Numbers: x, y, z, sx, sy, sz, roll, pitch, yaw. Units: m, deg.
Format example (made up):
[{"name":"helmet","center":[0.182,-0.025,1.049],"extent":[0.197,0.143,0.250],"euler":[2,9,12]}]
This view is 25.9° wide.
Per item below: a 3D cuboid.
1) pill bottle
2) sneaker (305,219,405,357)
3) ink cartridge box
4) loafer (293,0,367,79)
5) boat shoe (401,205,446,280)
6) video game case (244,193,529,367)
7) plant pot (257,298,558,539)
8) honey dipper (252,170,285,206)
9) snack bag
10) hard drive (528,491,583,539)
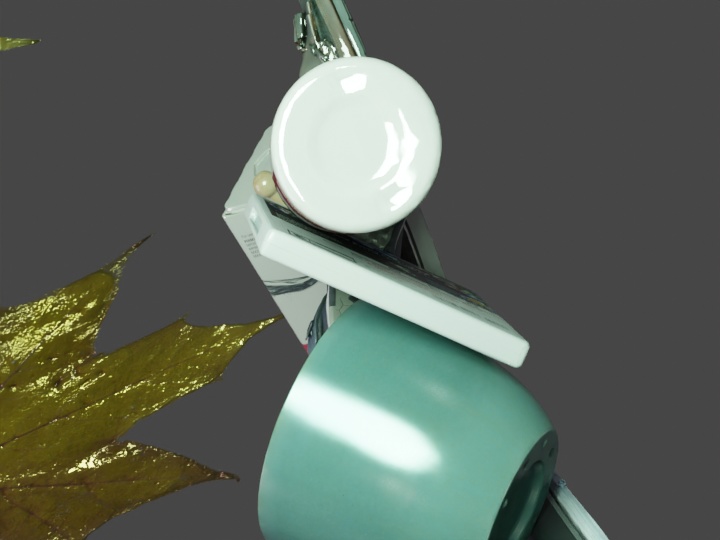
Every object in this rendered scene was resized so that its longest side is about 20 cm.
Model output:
[{"name":"pill bottle","center":[-0.008,-0.083,1.099],"extent":[0.200,0.113,0.115],"euler":[-156,41,-86]},{"name":"sneaker","center":[-0.002,0.000,1.308],"extent":[0.147,0.076,0.205],"euler":[99,177,-68]},{"name":"ink cartridge box","center":[-0.028,-0.026,1.456],"extent":[0.201,0.083,0.145],"euler":[60,-147,-28]},{"name":"loafer","center":[-0.019,-0.151,1.247],"extent":[0.072,0.062,0.202],"euler":[85,161,-81]},{"name":"boat shoe","center":[0.018,-0.052,1.383],"extent":[0.071,0.063,0.202],"euler":[-123,9,-71]},{"name":"video game case","center":[0.013,0.005,1.134],"extent":[0.198,0.024,0.182],"euler":[24,-173,-11]},{"name":"plant pot","center":[0.046,0.140,1.124],"extent":[0.160,0.202,0.201],"euler":[23,158,22]},{"name":"honey dipper","center":[-0.024,-0.011,1.354],"extent":[0.200,0.038,0.038],"euler":[45,-175,-22]},{"name":"snack bag","center":[0.194,0.262,1.172],"extent":[0.189,0.021,0.202],"euler":[-123,9,-75]},{"name":"hard drive","center":[0.158,0.246,1.181],"extent":[0.200,0.032,0.141],"euler":[-121,13,-73]}]
